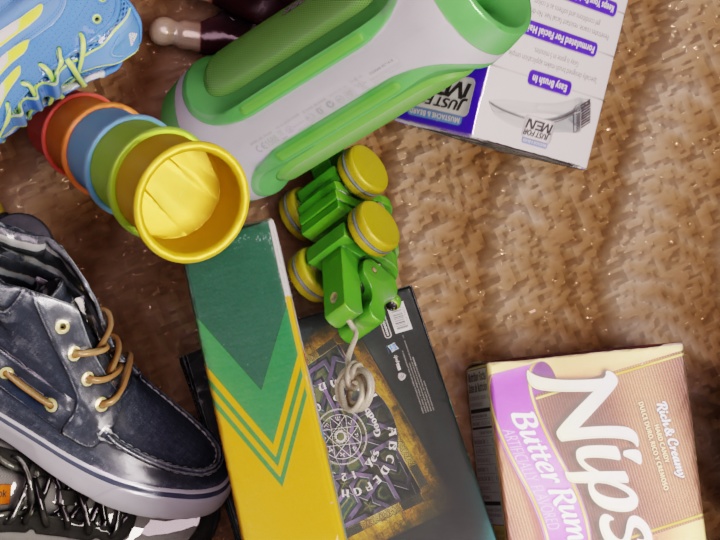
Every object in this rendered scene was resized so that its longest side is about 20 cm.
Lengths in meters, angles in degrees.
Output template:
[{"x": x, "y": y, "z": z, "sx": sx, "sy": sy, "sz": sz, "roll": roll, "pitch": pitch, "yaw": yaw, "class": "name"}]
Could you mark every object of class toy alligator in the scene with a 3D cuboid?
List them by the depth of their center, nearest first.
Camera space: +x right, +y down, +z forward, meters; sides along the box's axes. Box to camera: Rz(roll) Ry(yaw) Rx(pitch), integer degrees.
[{"x": 0.000, "y": 0.000, "z": 1.255, "sx": 0.054, "sy": 0.059, "sz": 0.201, "roll": 25, "pitch": 41, "yaw": -39, "class": "toy alligator"}]

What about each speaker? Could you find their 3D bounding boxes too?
[{"x": -0.010, "y": -0.109, "z": 1.218, "sx": 0.088, "sy": 0.200, "sz": 0.089, "roll": 35, "pitch": 39, "yaw": -36, "class": "speaker"}]

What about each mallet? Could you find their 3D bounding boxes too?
[{"x": -0.213, "y": -0.076, "z": 1.234, "sx": 0.041, "sy": 0.066, "sz": 0.201, "roll": -25, "pitch": 89, "yaw": -12, "class": "mallet"}]

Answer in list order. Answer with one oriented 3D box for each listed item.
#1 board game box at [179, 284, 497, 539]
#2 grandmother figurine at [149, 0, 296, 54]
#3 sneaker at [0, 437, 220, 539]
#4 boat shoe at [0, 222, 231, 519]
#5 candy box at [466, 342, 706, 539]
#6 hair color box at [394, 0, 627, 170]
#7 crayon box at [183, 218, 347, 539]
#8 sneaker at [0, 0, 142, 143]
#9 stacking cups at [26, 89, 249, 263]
[{"x": -0.006, "y": 0.120, "z": 1.251, "sx": 0.135, "sy": 0.028, "sz": 0.201, "roll": -16, "pitch": 74, "yaw": -9, "class": "board game box"}, {"x": -0.069, "y": -0.171, "z": 1.284, "sx": 0.200, "sy": 0.061, "sz": 0.121, "roll": 34, "pitch": 110, "yaw": -10, "class": "grandmother figurine"}, {"x": -0.170, "y": 0.122, "z": 1.215, "sx": 0.199, "sy": 0.079, "sz": 0.074, "roll": 7, "pitch": 80, "yaw": -13, "class": "sneaker"}, {"x": -0.142, "y": 0.050, "z": 1.182, "sx": 0.200, "sy": 0.091, "sz": 0.071, "roll": 27, "pitch": 34, "yaw": -9, "class": "boat shoe"}, {"x": 0.129, "y": 0.145, "z": 1.289, "sx": 0.116, "sy": 0.056, "sz": 0.201, "roll": -5, "pitch": 86, "yaw": -12, "class": "candy box"}, {"x": 0.095, "y": -0.164, "z": 1.270, "sx": 0.109, "sy": 0.065, "sz": 0.201, "roll": 11, "pitch": 92, "yaw": -49, "class": "hair color box"}, {"x": -0.042, "y": 0.090, "z": 1.174, "sx": 0.051, "sy": 0.126, "sz": 0.201, "roll": -14, "pitch": 73, "yaw": -2, "class": "crayon box"}, {"x": -0.171, "y": -0.113, "z": 1.191, "sx": 0.104, "sy": 0.076, "sz": 0.201, "roll": 4, "pitch": 52, "yaw": 8, "class": "sneaker"}, {"x": -0.118, "y": -0.059, "z": 1.186, "sx": 0.060, "sy": 0.200, "sz": 0.061, "roll": -7, "pitch": 109, "yaw": -22, "class": "stacking cups"}]
